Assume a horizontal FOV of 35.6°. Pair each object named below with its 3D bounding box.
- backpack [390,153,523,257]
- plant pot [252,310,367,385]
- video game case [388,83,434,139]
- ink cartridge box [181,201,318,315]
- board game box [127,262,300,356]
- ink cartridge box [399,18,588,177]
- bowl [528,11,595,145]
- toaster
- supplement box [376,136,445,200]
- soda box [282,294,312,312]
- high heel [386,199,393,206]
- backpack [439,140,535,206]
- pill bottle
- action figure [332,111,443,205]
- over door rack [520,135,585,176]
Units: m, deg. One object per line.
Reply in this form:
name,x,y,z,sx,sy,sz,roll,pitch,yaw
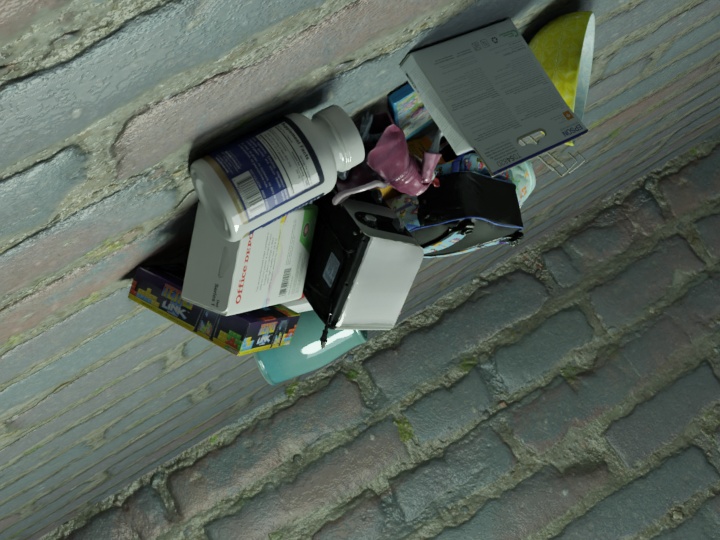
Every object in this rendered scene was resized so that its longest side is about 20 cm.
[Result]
backpack,0.137,-0.093,1.800,0.200,0.135,0.183,-16,164,38
plant pot,-0.093,0.086,2.011,0.188,0.200,0.200,-16,172,8
video game case,0.108,-0.257,1.655,0.143,0.018,0.200,-33,170,-2
ink cartridge box,-0.154,-0.026,1.584,0.200,0.084,0.145,-12,117,-62
board game box,-0.213,0.052,1.651,0.057,0.200,0.165,-68,161,10
ink cartridge box,0.181,-0.228,1.503,0.200,0.200,0.041,-25,167,-34
bowl,0.285,-0.295,1.693,0.108,0.200,0.200,9,179,14
toaster,-0.012,-0.015,1.663,0.119,0.181,0.200,5,120,-30
supplement box,0.046,-0.156,1.809,0.200,0.067,0.069,-24,167,-41
soda box,-0.146,0.039,1.814,0.200,0.068,0.064,-10,168,-27
high heel,0.097,-0.099,1.949,0.096,0.200,0.067,96,19,-70
backpack,0.208,-0.164,1.941,0.151,0.178,0.200,-38,176,-27
pill bottle,-0.099,-0.127,1.386,0.200,0.111,0.111,-29,169,-17
action figure,0.058,-0.150,1.628,0.134,0.149,0.200,-19,151,35
over door rack,0.245,-0.199,1.744,0.067,0.200,0.148,-60,170,15
